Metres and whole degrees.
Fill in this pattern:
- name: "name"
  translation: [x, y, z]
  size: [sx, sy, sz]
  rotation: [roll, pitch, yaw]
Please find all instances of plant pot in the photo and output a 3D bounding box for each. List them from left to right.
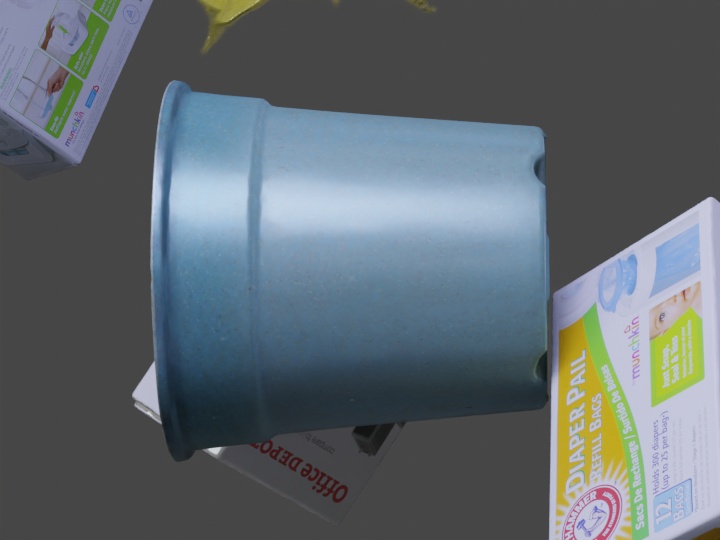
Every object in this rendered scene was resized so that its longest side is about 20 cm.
- name: "plant pot"
  translation: [0.000, 0.000, 1.273]
  size: [0.196, 0.200, 0.200]
  rotation: [0, 46, 4]

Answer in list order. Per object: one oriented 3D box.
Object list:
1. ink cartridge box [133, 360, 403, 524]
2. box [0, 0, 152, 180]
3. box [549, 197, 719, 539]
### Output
- name: "ink cartridge box"
  translation: [-0.020, 0.034, 1.451]
  size: [0.083, 0.147, 0.200]
  rotation: [31, 87, 37]
- name: "box"
  translation: [-0.297, -0.212, 2.135]
  size: [0.097, 0.176, 0.200]
  rotation: [-13, 50, 51]
- name: "box"
  translation: [0.165, 0.084, 1.190]
  size: [0.112, 0.101, 0.200]
  rotation: [-34, 35, 34]
